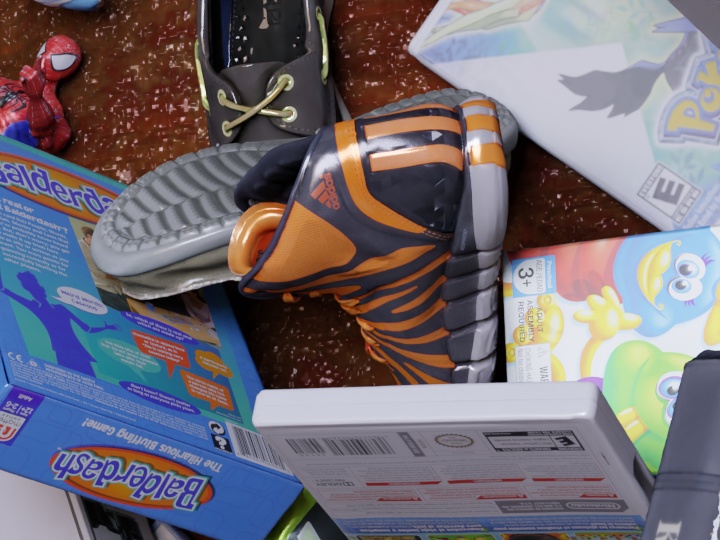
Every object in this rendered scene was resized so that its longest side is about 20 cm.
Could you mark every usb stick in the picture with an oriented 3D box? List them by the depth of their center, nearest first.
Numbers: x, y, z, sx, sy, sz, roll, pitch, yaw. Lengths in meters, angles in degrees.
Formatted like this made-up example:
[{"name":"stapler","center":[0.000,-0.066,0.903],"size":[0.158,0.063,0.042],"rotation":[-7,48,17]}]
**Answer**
[{"name":"usb stick","center":[0.124,0.126,1.126],"size":[0.055,0.033,0.201],"rotation":[1,71,50]}]

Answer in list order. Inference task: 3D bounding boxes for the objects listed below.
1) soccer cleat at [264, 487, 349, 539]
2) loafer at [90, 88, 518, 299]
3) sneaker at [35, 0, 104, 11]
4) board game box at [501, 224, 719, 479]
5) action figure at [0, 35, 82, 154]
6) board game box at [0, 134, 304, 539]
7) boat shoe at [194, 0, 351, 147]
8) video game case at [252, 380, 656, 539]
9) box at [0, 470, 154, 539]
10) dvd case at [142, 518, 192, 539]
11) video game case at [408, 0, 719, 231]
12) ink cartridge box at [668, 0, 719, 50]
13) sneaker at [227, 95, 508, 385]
[{"name":"soccer cleat","center":[-0.028,0.157,1.289],"size":[0.081,0.068,0.201],"rotation":[22,79,-15]},{"name":"loafer","center":[-0.020,-0.019,1.292],"size":[0.199,0.070,0.075],"rotation":[-16,32,-15]},{"name":"sneaker","center":[-0.111,-0.218,1.428],"size":[0.072,0.072,0.200],"rotation":[29,84,-8]},{"name":"board game box","center":[0.171,0.039,1.216],"size":[0.199,0.105,0.103],"rotation":[-8,76,23]},{"name":"action figure","center":[-0.204,-0.047,1.392],"size":[0.065,0.099,0.200],"rotation":[33,73,21]},{"name":"board game box","center":[-0.120,0.023,1.282],"size":[0.045,0.152,0.200],"rotation":[-53,35,23]},{"name":"boat shoe","center":[-0.045,-0.090,1.365],"size":[0.072,0.061,0.202],"rotation":[-10,75,22]},{"name":"video game case","center":[0.058,0.101,1.203],"size":[0.143,0.200,0.018],"rotation":[-3,58,23]},{"name":"box","center":[-0.160,0.125,1.354],"size":[0.116,0.060,0.200],"rotation":[-31,61,19]},{"name":"dvd case","center":[-0.074,0.227,1.333],"size":[0.200,0.018,0.143],"rotation":[44,98,25]},{"name":"video game case","center":[0.144,-0.133,1.312],"size":[0.182,0.022,0.200],"rotation":[37,95,26]},{"name":"ink cartridge box","center":[0.146,-0.195,1.078],"size":[0.084,0.145,0.201],"rotation":[-7,75,23]},{"name":"sneaker","center":[0.000,0.000,1.235],"size":[0.112,0.200,0.078],"rotation":[-5,49,-4]}]
